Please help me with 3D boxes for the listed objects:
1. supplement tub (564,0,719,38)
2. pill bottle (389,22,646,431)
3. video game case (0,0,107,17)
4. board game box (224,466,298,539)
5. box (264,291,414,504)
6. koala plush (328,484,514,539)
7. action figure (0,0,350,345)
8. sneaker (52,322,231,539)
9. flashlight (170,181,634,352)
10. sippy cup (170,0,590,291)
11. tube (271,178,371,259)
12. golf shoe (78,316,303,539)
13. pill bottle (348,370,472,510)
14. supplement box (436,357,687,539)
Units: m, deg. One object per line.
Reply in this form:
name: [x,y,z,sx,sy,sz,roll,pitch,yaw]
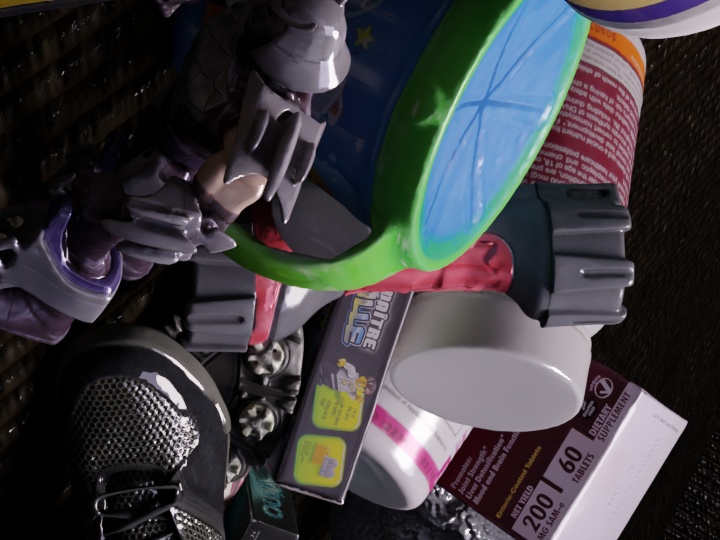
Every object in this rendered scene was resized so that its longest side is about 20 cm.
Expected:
supplement tub: [0.064,-0.182,0.742,0.200,0.145,0.146,33,87,-36]
pill bottle: [0.076,-0.030,1.150,0.114,0.113,0.201,90,10,-63]
video game case: [-0.046,-0.141,0.613,0.179,0.026,0.200,-10,153,-5]
board game box: [-0.091,0.179,1.182,0.201,0.028,0.135,-63,-163,17]
box: [0.000,0.000,1.089,0.110,0.034,0.202,-142,-110,-78]
koala plush: [0.046,0.149,1.498,0.200,0.184,0.178,-35,-161,49]
action figure: [-0.064,-0.043,0.768,0.200,0.069,0.131,-39,-160,46]
sneaker: [-0.090,0.122,0.991,0.115,0.076,0.201,-98,-176,-53]
flashlight: [0.018,0.001,1.003,0.068,0.198,0.068,-106,-160,-58]
sippy cup: [0.003,-0.089,0.888,0.178,0.130,0.140,-40,153,-48]
tube: [0.032,-0.079,0.997,0.200,0.077,0.050,-52,178,-37]
golf shoe: [-0.081,0.076,1.093,0.201,0.077,0.088,-63,-177,29]
pill bottle: [0.039,0.019,1.253,0.201,0.113,0.114,-54,164,-17]
supplement box: [0.077,0.079,1.320,0.061,0.200,0.109,32,89,-48]
